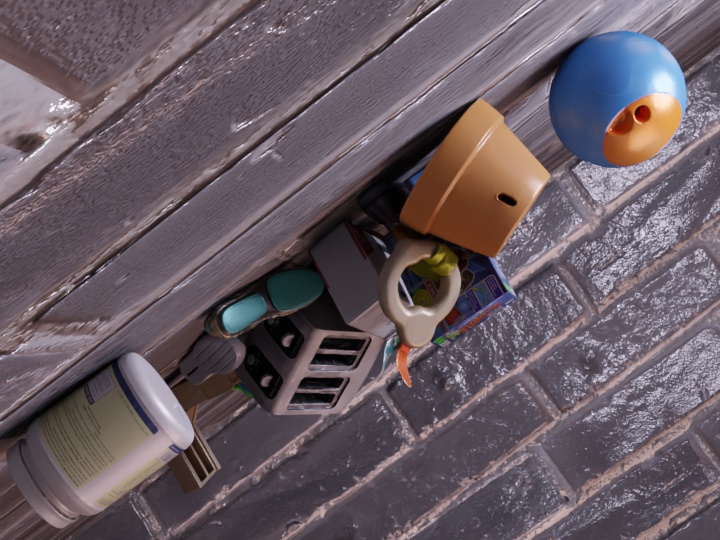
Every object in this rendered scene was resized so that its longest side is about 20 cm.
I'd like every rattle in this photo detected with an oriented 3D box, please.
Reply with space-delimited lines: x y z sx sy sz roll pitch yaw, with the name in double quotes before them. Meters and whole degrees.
"rattle" 0.052 0.046 1.371 0.130 0.142 0.202 0 105 -43

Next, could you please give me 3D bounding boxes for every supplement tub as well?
"supplement tub" -0.329 0.217 1.229 0.199 0.145 0.145 -36 174 -6

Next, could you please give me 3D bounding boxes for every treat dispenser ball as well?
"treat dispenser ball" 0.383 -0.254 1.445 0.200 0.201 0.201 -36 174 -4

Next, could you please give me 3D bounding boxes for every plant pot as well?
"plant pot" 0.165 -0.113 1.321 0.201 0.140 0.200 -55 173 -10

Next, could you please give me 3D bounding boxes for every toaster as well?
"toaster" -0.076 0.131 1.555 0.199 0.119 0.182 7 122 -42

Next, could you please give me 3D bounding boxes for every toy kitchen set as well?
"toy kitchen set" -0.252 0.258 1.748 0.199 0.181 0.163 -27 -174 23

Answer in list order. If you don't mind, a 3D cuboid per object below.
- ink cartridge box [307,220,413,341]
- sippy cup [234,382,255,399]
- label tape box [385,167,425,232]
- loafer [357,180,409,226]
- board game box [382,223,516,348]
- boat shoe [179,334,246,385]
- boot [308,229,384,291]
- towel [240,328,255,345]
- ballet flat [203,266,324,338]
"ink cartridge box" 0.026 0.025 1.503 0.084 0.145 0.200 -37 151 14
"sippy cup" -0.182 0.169 1.875 0.179 0.139 0.131 -61 174 -26
"label tape box" 0.123 -0.085 1.533 0.063 0.145 0.200 -30 171 -30
"loafer" 0.045 -0.089 1.432 0.072 0.063 0.200 -39 174 11
"board game box" 0.126 -0.006 1.413 0.135 0.201 0.034 -35 146 17
"boat shoe" -0.235 0.131 1.568 0.062 0.072 0.200 -48 -168 -35
"boot" 0.000 0.000 1.677 0.189 0.069 0.199 -52 152 21
"towel" -0.132 0.104 1.606 0.132 0.035 0.201 -33 140 -11
"ballet flat" -0.148 0.045 1.423 0.199 0.068 0.075 -26 -169 -36
